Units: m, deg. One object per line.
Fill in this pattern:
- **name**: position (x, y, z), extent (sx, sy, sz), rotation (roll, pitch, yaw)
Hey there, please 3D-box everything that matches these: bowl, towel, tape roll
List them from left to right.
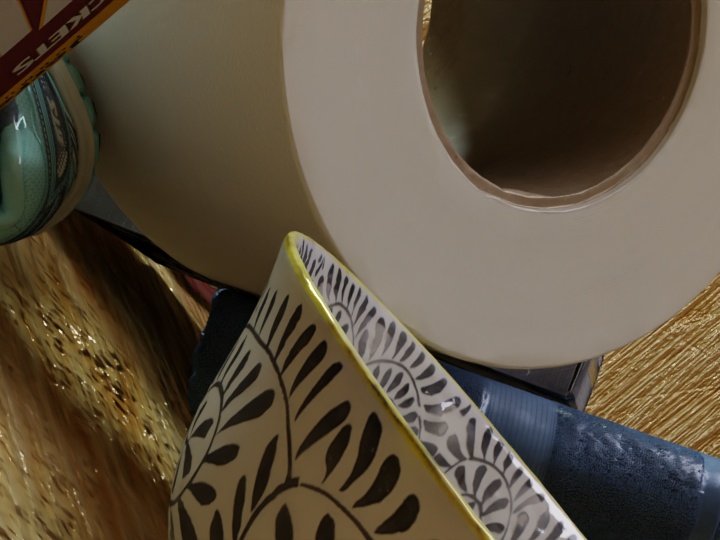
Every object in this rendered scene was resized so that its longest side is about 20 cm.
- **bowl**: position (0.012, 0.096, 0.536), extent (0.201, 0.094, 0.201), rotation (51, 4, -5)
- **tape roll**: position (0.022, -0.080, 0.684), extent (0.139, 0.203, 0.203), rotation (16, -27, 53)
- **towel**: position (0.036, 0.059, 0.760), extent (0.200, 0.049, 0.112), rotation (19, -3, -1)

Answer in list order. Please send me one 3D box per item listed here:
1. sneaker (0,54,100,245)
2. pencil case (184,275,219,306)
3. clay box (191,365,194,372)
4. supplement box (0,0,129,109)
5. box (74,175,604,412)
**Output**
- **sneaker**: position (-0.145, -0.090, 0.617), extent (0.200, 0.078, 0.086), rotation (50, 8, -12)
- **pencil case**: position (-0.078, -0.064, 1.059), extent (0.083, 0.087, 0.200), rotation (10, 28, -31)
- **clay box**: position (0.010, 0.086, 0.917), extent (0.115, 0.048, 0.200), rotation (51, 4, 20)
- **supplement box**: position (-0.146, -0.117, 0.428), extent (0.200, 0.133, 0.197), rotation (51, 4, 1)
- **box**: position (0.000, 0.000, 0.866), extent (0.200, 0.048, 0.158), rotation (21, -4, 8)
